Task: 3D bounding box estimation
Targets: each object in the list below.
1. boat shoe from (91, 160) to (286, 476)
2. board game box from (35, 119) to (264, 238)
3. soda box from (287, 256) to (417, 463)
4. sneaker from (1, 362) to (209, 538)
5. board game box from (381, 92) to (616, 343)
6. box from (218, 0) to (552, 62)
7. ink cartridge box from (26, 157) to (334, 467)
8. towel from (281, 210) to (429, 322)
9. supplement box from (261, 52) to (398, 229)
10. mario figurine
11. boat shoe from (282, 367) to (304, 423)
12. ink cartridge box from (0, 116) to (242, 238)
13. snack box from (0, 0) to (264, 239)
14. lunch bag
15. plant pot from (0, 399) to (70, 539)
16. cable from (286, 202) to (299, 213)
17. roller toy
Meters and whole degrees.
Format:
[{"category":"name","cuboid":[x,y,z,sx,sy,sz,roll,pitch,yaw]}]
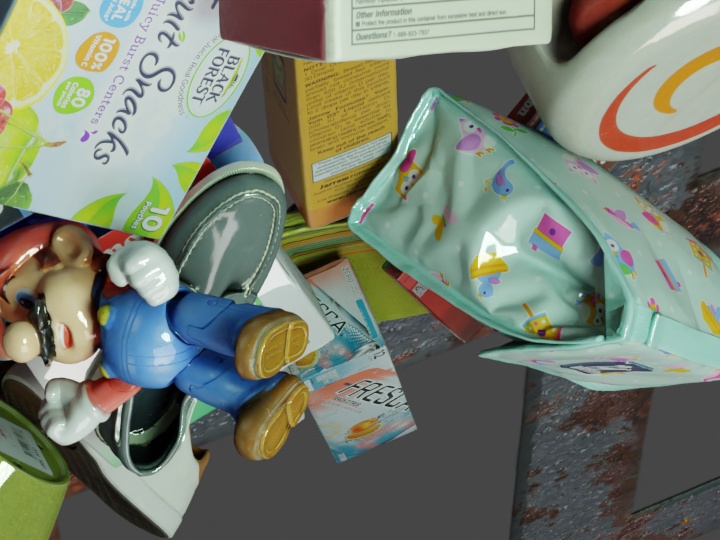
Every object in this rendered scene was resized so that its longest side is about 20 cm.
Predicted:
[{"category":"boat shoe","cuboid":[-0.091,0.030,1.324,0.073,0.062,0.200,15,120,-31]},{"category":"board game box","cuboid":[-0.153,-0.033,1.369,0.200,0.039,0.158,-16,139,-12]},{"category":"soda box","cuboid":[-0.012,0.062,1.551,0.064,0.068,0.200,-23,160,0]},{"category":"sneaker","cuboid":[-0.164,0.096,1.554,0.085,0.073,0.200,-58,144,-17]},{"category":"board game box","cuboid":[0.104,-0.053,1.502,0.200,0.019,0.103,-50,143,-2]},{"category":"box","cuboid":[0.010,-0.204,1.100,0.128,0.109,0.200,-8,104,-31]},{"category":"ink cartridge box","cuboid":[-0.118,0.026,1.369,0.161,0.050,0.200,-30,152,3]},{"category":"towel","cuboid":[0.000,0.000,1.521,0.086,0.018,0.200,-10,159,11]},{"category":"supplement box","cuboid":[-0.018,-0.112,1.346,0.069,0.067,0.200,-22,149,-10]},{"category":"mario figurine","cuboid":[-0.131,0.041,1.236,0.106,0.200,0.124,14,93,-62]},{"category":"boat shoe","cuboid":[-0.102,0.049,1.519,0.091,0.071,0.200,-26,142,-2]},{"category":"ink cartridge box","cuboid":[-0.175,-0.081,1.249,0.198,0.043,0.200,-28,136,-2]},{"category":"snack box","cuboid":[-0.122,-0.120,1.175,0.142,0.053,0.200,12,120,-37]},{"category":"lunch bag","cuboid":[0.120,0.000,1.376,0.170,0.200,0.122,19,106,-55]},{"category":"plant pot","cuboid":[-0.279,0.175,1.477,0.200,0.187,0.187,-49,145,9]},{"category":"cable","cuboid":[0.049,-0.031,1.528,0.200,0.050,0.097,0,146,-40]},{"category":"roller toy","cuboid":[0.166,-0.165,1.342,0.182,0.140,0.200,-20,159,-13]}]
